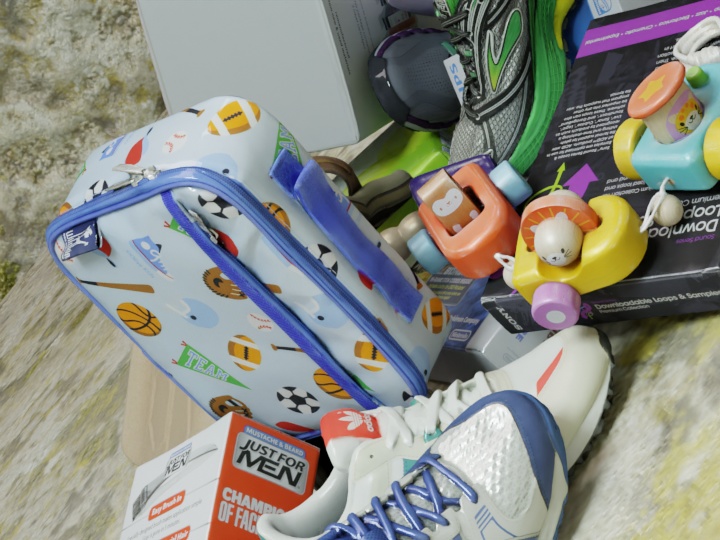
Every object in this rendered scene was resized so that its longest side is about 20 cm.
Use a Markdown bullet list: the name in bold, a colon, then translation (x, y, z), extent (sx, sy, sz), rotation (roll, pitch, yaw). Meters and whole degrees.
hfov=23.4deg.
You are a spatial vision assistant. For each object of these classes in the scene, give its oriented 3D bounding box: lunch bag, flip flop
- **lunch bag**: translation (-0.056, 0.003, 0.889), extent (0.160, 0.200, 0.076), rotation (-14, 40, 43)
- **flip flop**: translation (-0.024, -0.042, 1.080), extent (0.081, 0.058, 0.200), rotation (-37, -5, 26)

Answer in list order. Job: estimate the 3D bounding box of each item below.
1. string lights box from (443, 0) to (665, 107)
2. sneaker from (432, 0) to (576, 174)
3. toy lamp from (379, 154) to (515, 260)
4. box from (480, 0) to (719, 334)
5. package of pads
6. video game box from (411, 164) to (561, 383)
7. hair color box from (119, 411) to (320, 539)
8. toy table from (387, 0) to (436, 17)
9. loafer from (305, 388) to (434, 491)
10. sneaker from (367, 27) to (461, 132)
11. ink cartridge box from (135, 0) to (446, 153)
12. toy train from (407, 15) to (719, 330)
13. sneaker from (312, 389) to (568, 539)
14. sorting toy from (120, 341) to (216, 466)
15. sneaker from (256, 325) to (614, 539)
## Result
- **string lights box**: translation (0.148, -0.144, 1.091), extent (0.103, 0.059, 0.200), rotation (-25, 4, -27)
- **sneaker**: translation (0.074, -0.139, 1.018), extent (0.078, 0.085, 0.201), rotation (-142, 56, -58)
- **toy lamp**: translation (0.000, 0.000, 1.014), extent (0.200, 0.058, 0.058), rotation (-33, 18, 12)
- **box**: translation (0.153, -0.061, 0.883), extent (0.143, 0.036, 0.200), rotation (-9, 46, 44)
- **package of pads**: translation (0.004, -0.026, 1.261), extent (0.200, 0.068, 0.155), rotation (-42, 16, 15)
- **video game box**: translation (0.099, -0.016, 1.014), extent (0.182, 0.047, 0.200), rotation (-50, 15, -12)
- **hair color box**: translation (-0.088, 0.188, 0.915), extent (0.111, 0.064, 0.201), rotation (-33, 40, 48)
- **toy table**: translation (0.099, -0.238, 1.204), extent (0.183, 0.118, 0.200), rotation (0, 0, 27)
- **loafer**: translation (-0.011, 0.096, 0.993), extent (0.068, 0.076, 0.200), rotation (-48, 14, -19)
- **sneaker**: translation (0.085, -0.150, 1.210), extent (0.087, 0.075, 0.200), rotation (-29, -6, 34)
- **ink cartridge box**: translation (-0.037, -0.172, 1.258), extent (0.145, 0.145, 0.200), rotation (-10, 14, 29)
- **toy train**: translation (0.104, -0.056, 0.847), extent (0.200, 0.056, 0.150), rotation (-38, 34, 13)
- **sneaker**: translation (0.017, 0.133, 0.763), extent (0.075, 0.088, 0.200), rotation (26, 80, 41)
- **sorting toy**: translation (-0.115, 0.060, 1.186), extent (0.200, 0.036, 0.186), rotation (-166, 83, -68)
- **sneaker**: translation (0.033, 0.089, 0.846), extent (0.200, 0.093, 0.070), rotation (-46, 15, 12)
